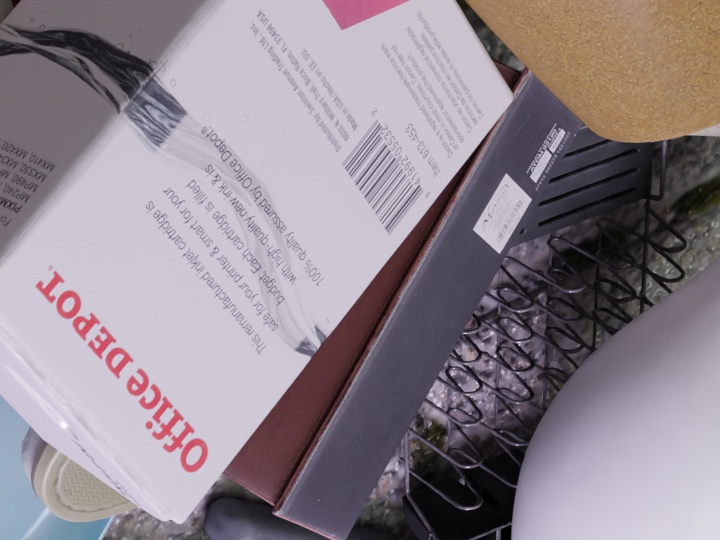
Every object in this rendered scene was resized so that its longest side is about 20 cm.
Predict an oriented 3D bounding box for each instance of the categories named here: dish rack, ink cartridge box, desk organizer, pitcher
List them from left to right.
[{"bbox_3d":[-0.058,-0.038,0.918,0.200,0.084,0.145,-52,138,-15],"label":"ink cartridge box"},{"bbox_3d":[0.000,0.000,1.088,0.200,0.077,0.072,-60,154,-2],"label":"desk organizer"},{"bbox_3d":[0.084,0.030,1.193,0.153,0.055,0.200,-21,129,-27],"label":"dish rack"},{"bbox_3d":[0.167,0.070,1.126,0.121,0.171,0.200,32,93,-47],"label":"pitcher"}]

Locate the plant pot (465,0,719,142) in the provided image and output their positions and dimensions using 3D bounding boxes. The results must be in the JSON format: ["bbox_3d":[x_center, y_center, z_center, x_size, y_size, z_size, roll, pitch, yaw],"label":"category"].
[{"bbox_3d":[0.085,-0.152,0.925,0.186,0.186,0.200,-34,115,-15],"label":"plant pot"}]

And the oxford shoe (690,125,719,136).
[{"bbox_3d":[0.140,-0.087,1.159,0.074,0.071,0.200,-45,131,16],"label":"oxford shoe"}]

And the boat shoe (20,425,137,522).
[{"bbox_3d":[-0.061,0.009,1.034,0.200,0.068,0.075,-46,141,-11],"label":"boat shoe"}]

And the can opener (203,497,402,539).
[{"bbox_3d":[0.011,0.149,1.206,0.200,0.067,0.053,18,105,-43],"label":"can opener"}]

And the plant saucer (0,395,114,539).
[{"bbox_3d":[-0.177,0.075,1.040,0.200,0.027,0.201,-20,128,-27],"label":"plant saucer"}]

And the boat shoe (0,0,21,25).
[{"bbox_3d":[-0.108,-0.091,0.958,0.062,0.071,0.200,-33,129,-20],"label":"boat shoe"}]
